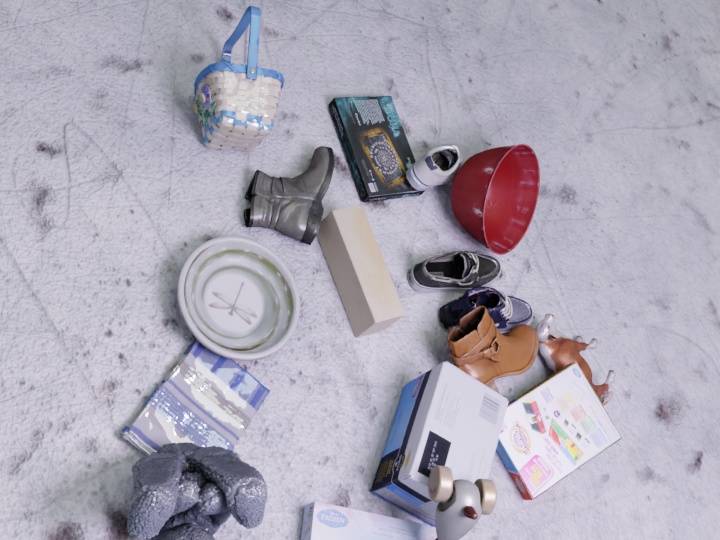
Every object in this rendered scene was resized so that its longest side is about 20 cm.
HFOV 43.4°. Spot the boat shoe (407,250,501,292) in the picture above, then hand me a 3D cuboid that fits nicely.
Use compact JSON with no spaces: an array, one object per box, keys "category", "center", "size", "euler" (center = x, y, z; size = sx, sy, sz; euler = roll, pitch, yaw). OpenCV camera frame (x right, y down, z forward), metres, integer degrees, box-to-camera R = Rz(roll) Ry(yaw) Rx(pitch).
[{"category":"boat shoe","center":[0.181,0.000,1.613],"size":[0.198,0.064,0.072],"euler":[-8,71,-32]}]

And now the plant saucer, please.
[{"category":"plant saucer","center":[-0.191,0.047,1.392],"size":[0.197,0.050,0.203],"euler":[12,63,-24]}]

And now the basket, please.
[{"category":"basket","center":[-0.199,-0.308,1.479],"size":[0.137,0.176,0.203],"euler":[9,74,-21]}]

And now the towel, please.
[{"category":"towel","center":[-0.234,0.206,1.311],"size":[0.146,0.024,0.201],"euler":[40,54,-8]}]

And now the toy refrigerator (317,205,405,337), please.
[{"category":"toy refrigerator","center":[0.000,0.000,1.506],"size":[0.069,0.076,0.202],"euler":[-12,73,-33]}]

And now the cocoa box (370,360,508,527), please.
[{"category":"cocoa box","center":[0.123,0.273,1.410],"size":[0.132,0.131,0.202],"euler":[30,56,-13]}]

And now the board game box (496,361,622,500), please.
[{"category":"board game box","center":[0.325,0.272,1.543],"size":[0.198,0.040,0.154],"euler":[-28,82,-17]}]

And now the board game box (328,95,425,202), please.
[{"category":"board game box","center":[0.031,-0.225,1.657],"size":[0.134,0.028,0.203],"euler":[-9,72,-34]}]

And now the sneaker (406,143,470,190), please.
[{"category":"sneaker","center":[0.163,-0.199,1.674],"size":[0.074,0.070,0.200],"euler":[57,39,-1]}]

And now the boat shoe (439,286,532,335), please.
[{"category":"boat shoe","center":[0.244,0.069,1.597],"size":[0.197,0.093,0.076],"euler":[-4,69,-30]}]

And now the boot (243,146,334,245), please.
[{"category":"boot","center":[-0.120,-0.146,1.518],"size":[0.129,0.068,0.202],"euler":[19,58,-13]}]

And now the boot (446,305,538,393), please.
[{"category":"boot","center":[0.224,0.118,1.540],"size":[0.200,0.076,0.157],"euler":[-41,123,-25]}]

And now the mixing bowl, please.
[{"category":"mixing bowl","center":[0.234,-0.141,1.655],"size":[0.199,0.107,0.203],"euler":[-28,126,-45]}]

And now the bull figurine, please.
[{"category":"bull figurine","center":[0.388,0.171,1.646],"size":[0.120,0.065,0.202],"euler":[-13,75,-32]}]

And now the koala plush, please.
[{"category":"koala plush","center":[-0.226,0.344,1.180],"size":[0.175,0.183,0.203],"euler":[0,99,-23]}]

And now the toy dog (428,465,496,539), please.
[{"category":"toy dog","center":[0.134,0.377,1.272],"size":[0.130,0.096,0.203],"euler":[-6,107,-4]}]

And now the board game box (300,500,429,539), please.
[{"category":"board game box","center":[0.003,0.456,1.312],"size":[0.198,0.043,0.202],"euler":[18,61,-21]}]
